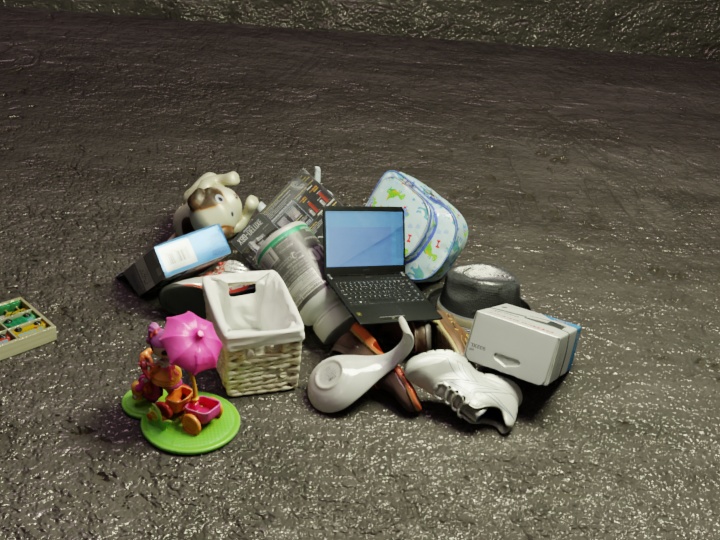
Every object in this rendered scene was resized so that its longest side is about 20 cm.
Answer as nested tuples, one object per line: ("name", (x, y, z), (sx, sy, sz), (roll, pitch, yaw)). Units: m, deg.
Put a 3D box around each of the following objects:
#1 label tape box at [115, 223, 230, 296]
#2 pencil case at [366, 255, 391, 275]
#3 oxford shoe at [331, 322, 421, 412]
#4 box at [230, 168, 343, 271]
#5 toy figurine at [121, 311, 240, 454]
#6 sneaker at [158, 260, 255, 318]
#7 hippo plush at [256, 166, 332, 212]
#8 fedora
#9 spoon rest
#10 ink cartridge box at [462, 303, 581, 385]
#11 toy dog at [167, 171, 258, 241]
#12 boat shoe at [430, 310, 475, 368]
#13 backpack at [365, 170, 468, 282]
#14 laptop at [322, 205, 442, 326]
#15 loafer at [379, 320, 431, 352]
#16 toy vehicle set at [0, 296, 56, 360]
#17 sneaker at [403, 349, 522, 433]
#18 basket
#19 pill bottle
("label tape box", (-0.347, -0.010, 1.826), (0.144, 0.064, 0.200), (-23, -2, -36))
("pencil case", (0.000, 0.000, 1.826), (0.085, 0.084, 0.200), (24, 2, -18))
("oxford shoe", (0.027, 0.172, 1.610), (0.072, 0.071, 0.200), (-39, 49, -7))
("box", (-0.118, -0.065, 1.837), (0.158, 0.200, 0.050), (43, -3, 18))
("toy figurine", (-0.271, 0.143, 1.464), (0.199, 0.186, 0.150), (19, 31, 26))
("sneaker", (-0.272, 0.031, 1.797), (0.200, 0.068, 0.108), (-2, 28, -20))
("hippo plush", (-0.115, -0.082, 1.970), (0.160, 0.160, 0.200), (-22, -11, 2))
("fedora", (0.223, 0.041, 1.830), (0.199, 0.092, 0.201), (4, 28, -2))
("spoon rest", (0.002, 0.152, 1.557), (0.199, 0.061, 0.100), (-34, 45, 10))
("ink cartridge box", (0.272, 0.118, 1.639), (0.144, 0.084, 0.200), (18, 8, 20))
("toy dog", (-0.296, -0.115, 1.927), (0.193, 0.140, 0.200), (-28, 8, -17))
("boat shoe", (0.160, 0.124, 1.692), (0.067, 0.073, 0.200), (-5, 27, -15))
("backpack", (0.094, -0.076, 1.914), (0.199, 0.184, 0.147), (34, 8, 17))
("laptop", (0.038, -0.011, 1.671), (0.176, 0.104, 0.200), (-2, 38, -35))
("loafer", (0.064, 0.095, 1.742), (0.070, 0.074, 0.200), (-11, 22, -20))
("toy vehicle set", (-0.621, 0.109, 1.632), (0.124, 0.027, 0.199), (28, 36, 36))
("sneaker", (0.161, 0.188, 1.545), (0.198, 0.075, 0.087), (20, 37, -3))
("basket", (-0.179, 0.102, 1.620), (0.134, 0.124, 0.200), (-5, 29, -18))
("pill bottle", (-0.085, 0.023, 1.725), (0.113, 0.113, 0.200), (-24, 69, -42))
